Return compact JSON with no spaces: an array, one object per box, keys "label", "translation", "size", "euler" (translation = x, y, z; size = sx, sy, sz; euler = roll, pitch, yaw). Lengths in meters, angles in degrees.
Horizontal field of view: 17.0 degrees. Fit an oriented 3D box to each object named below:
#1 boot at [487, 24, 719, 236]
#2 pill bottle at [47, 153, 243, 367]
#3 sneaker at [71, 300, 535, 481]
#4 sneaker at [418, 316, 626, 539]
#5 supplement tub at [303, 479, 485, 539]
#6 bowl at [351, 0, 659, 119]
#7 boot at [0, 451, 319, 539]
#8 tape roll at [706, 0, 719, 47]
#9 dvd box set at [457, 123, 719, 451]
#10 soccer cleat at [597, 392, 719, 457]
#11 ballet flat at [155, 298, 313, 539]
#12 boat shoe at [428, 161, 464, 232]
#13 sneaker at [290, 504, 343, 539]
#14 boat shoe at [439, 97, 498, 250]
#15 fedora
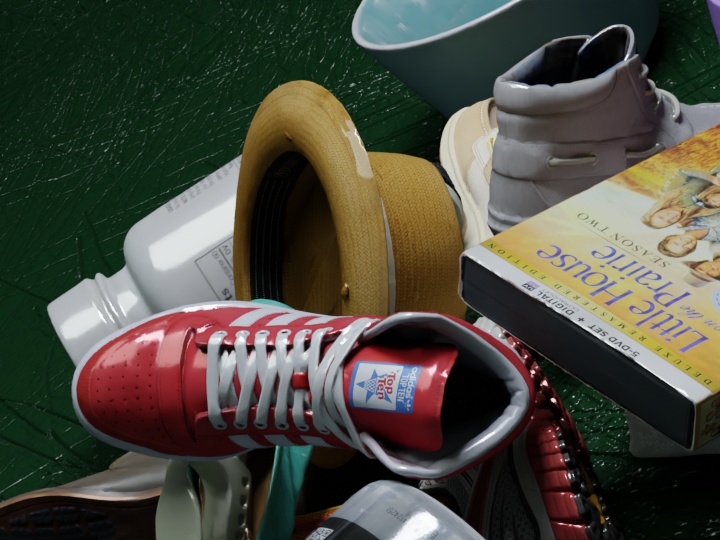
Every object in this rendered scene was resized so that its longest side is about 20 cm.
[{"label":"boot","translation":[0.143,-0.079,1.231],"size":[0.073,0.096,0.200],"euler":[18,29,40]},{"label":"pill bottle","translation":[-0.075,0.004,1.398],"size":[0.200,0.115,0.114],"euler":[-33,23,-1]},{"label":"sneaker","translation":[-0.023,0.049,1.006],"size":[0.199,0.072,0.112],"euler":[-1,1,-4]},{"label":"sneaker","translation":[0.059,0.087,1.109],"size":[0.082,0.078,0.200],"euler":[-31,23,8]},{"label":"supplement tub","translation":[-0.023,0.189,0.955],"size":[0.200,0.123,0.122],"euler":[-40,24,-18]},{"label":"bowl","translation":[0.106,-0.156,1.496],"size":[0.200,0.105,0.201],"euler":[-28,23,13]},{"label":"boot","translation":[-0.105,0.122,1.276],"size":[0.199,0.075,0.097],"euler":[-9,22,26]},{"label":"tape roll","translation":[0.283,-0.150,1.262],"size":[0.199,0.066,0.200],"euler":[-18,24,8]},{"label":"dvd box set","translation":[0.164,-0.004,1.074],"size":[0.200,0.030,0.146],"euler":[-25,42,-31]},{"label":"soccer cleat","translation":[0.143,0.020,1.131],"size":[0.086,0.070,0.200],"euler":[-14,27,4]},{"label":"ballet flat","translation":[-0.059,0.086,1.091],"size":[0.067,0.070,0.201],"euler":[-9,55,22]},{"label":"boat shoe","translation":[-0.014,0.016,1.306],"size":[0.200,0.074,0.066],"euler":[-55,9,24]},{"label":"sneaker","translation":[-0.068,0.158,1.152],"size":[0.199,0.073,0.077],"euler":[-12,29,18]},{"label":"boat shoe","translation":[0.093,-0.040,1.316],"size":[0.069,0.074,0.200],"euler":[-38,30,20]},{"label":"fedora","translation":[0.000,0.000,1.192],"size":[0.081,0.202,0.200],"euler":[-6,14,-22]}]
